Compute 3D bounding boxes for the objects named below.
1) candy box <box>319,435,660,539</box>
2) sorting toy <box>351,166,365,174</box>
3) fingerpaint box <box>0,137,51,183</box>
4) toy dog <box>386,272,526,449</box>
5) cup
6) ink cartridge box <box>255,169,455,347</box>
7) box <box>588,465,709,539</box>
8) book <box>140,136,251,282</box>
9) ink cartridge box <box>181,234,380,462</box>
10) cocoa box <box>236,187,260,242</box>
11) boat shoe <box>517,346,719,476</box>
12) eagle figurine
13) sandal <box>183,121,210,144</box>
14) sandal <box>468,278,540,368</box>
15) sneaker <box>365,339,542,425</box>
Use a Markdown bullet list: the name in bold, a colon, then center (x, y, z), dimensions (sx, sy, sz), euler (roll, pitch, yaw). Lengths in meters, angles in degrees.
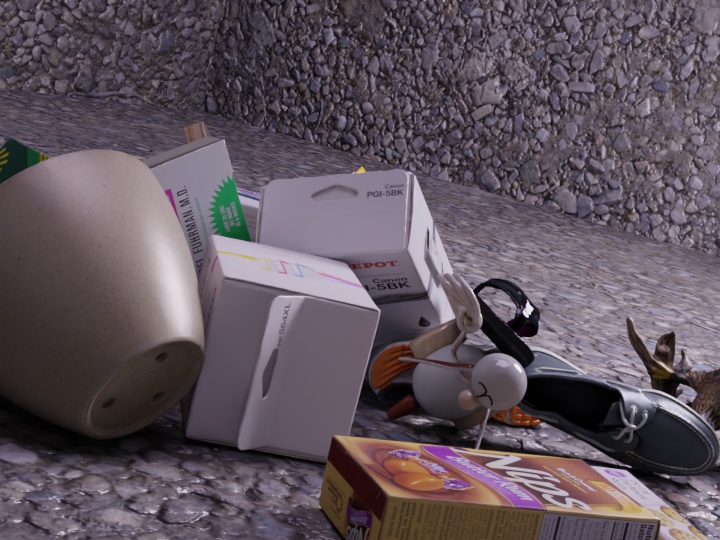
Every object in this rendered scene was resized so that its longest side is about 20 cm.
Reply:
- **candy box**: center (0.084, 0.161, 0.913), dimensions (0.199, 0.057, 0.117), euler (10, 9, -21)
- **sorting toy**: center (0.042, -0.071, 2.138), dimensions (0.179, 0.107, 0.200), euler (31, 10, -2)
- **fingerpaint box**: center (-0.241, -0.023, 1.248), dimensions (0.200, 0.074, 0.166), euler (44, -12, -37)
- **toy dog**: center (0.071, 0.097, 1.123), dimensions (0.132, 0.096, 0.200), euler (56, -8, 19)
- **cup**: center (-0.193, 0.036, 0.981), dimensions (0.200, 0.201, 0.143), euler (-1, 44, -54)
- **ink cartridge box**: center (0.000, 0.000, 1.265), dimensions (0.146, 0.083, 0.200), euler (-4, -30, 15)
- **box**: center (0.206, 0.189, 0.946), dimensions (0.041, 0.039, 0.200), euler (11, 10, -15)
- **book**: center (-0.190, -0.017, 1.146), dimensions (0.199, 0.135, 0.048), euler (-26, 22, -29)
- **ink cartridge box**: center (-0.068, 0.062, 1.075), dimensions (0.124, 0.130, 0.200), euler (12, 10, -12)
- **cocoa box**: center (-0.135, -0.015, 1.409), dimensions (0.199, 0.134, 0.131), euler (17, 9, 27)
- **boat shoe**: center (0.214, 0.129, 1.167), dimensions (0.199, 0.073, 0.062), euler (25, 14, 4)
- **eagle figurine**: center (0.343, 0.126, 1.234), dimensions (0.151, 0.152, 0.199), euler (29, -14, -36)
- **sandal**: center (-0.153, -0.039, 1.290), dimensions (0.069, 0.213, 0.078), euler (-19, -26, 2)
- **sandal**: center (0.119, 0.033, 1.170), dimensions (0.075, 0.048, 0.200), euler (47, 2, -8)
- **sneaker**: center (0.095, 0.093, 1.271), dimensions (0.199, 0.076, 0.092), euler (10, 5, -16)
